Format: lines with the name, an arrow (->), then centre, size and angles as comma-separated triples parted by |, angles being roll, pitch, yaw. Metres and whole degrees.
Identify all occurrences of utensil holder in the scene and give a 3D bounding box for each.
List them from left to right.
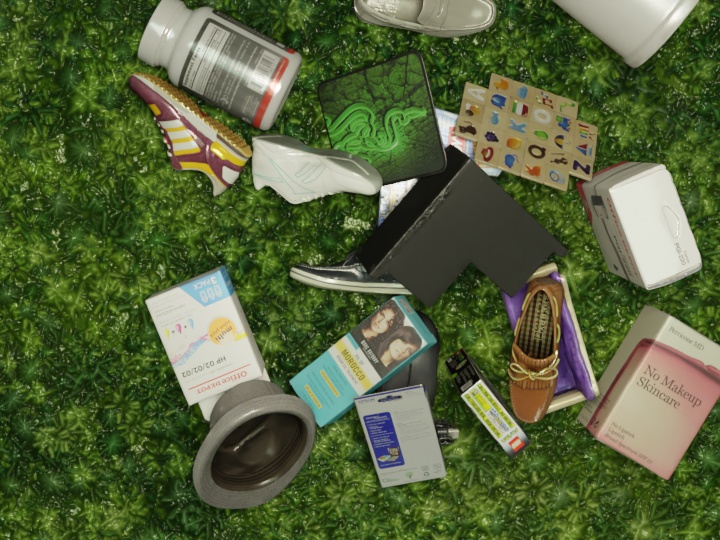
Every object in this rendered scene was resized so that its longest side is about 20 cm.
utensil holder -> 0.342, -0.400, 1.420 | 0.199, 0.170, 0.170 | 37, 93, -4

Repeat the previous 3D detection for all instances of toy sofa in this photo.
toy sofa -> 0.262, 0.095, 1.503 | 0.082, 0.098, 0.202 | -18, 97, -1

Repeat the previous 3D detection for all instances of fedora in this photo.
fedora -> -0.155, 0.229, 1.485 | 0.175, 0.091, 0.201 | 4, 125, -31

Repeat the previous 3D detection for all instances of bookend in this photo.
bookend -> 0.136, -0.025, 1.434 | 0.200, 0.092, 0.199 | 39, 96, -21

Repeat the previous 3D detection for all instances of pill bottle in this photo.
pill bottle -> -0.188, -0.282, 1.433 | 0.199, 0.116, 0.117 | 27, 94, -5

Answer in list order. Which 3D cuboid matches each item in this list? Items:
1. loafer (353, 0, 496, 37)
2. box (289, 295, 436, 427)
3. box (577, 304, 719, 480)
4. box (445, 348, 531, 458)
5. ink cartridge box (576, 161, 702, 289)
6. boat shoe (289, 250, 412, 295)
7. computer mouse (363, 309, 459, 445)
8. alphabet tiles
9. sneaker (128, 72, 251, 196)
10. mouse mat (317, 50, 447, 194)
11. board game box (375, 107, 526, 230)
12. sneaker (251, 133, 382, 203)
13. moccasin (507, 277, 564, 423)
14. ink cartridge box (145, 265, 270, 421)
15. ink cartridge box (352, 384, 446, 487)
loafer -> 0.090, -0.358, 1.460 | 0.198, 0.070, 0.071 | 1, 96, -3
box -> 0.003, 0.127, 1.484 | 0.200, 0.049, 0.083 | -40, 79, 17
box -> 0.420, 0.170, 1.511 | 0.127, 0.109, 0.201 | 30, 94, -5
box -> 0.170, 0.177, 1.455 | 0.035, 0.200, 0.110 | -39, 97, 4
ink cartridge box -> 0.371, -0.065, 1.438 | 0.084, 0.200, 0.147 | -23, 96, 0
boat shoe -> 0.000, 0.000, 1.495 | 0.198, 0.075, 0.063 | 3, 88, -6
computer mouse -> 0.073, 0.159, 1.523 | 0.137, 0.053, 0.202 | 0, 96, -2
alphabet tiles -> 0.229, -0.192, 1.464 | 0.198, 0.006, 0.168 | 18, 55, -5
sneaker -> -0.250, -0.187, 1.462 | 0.199, 0.075, 0.090 | 38, 103, 1
mouse mat -> 0.026, -0.195, 1.437 | 0.007, 0.199, 0.162 | -19, 97, -44
board game box -> 0.126, -0.140, 1.490 | 0.198, 0.062, 0.202 | 3, 96, -2
sneaker -> -0.062, -0.129, 1.467 | 0.199, 0.070, 0.081 | 17, 110, 21
moccasin -> 0.238, 0.112, 1.438 | 0.073, 0.078, 0.203 | 16, 109, 16
ink cartridge box -> -0.208, 0.109, 1.497 | 0.114, 0.068, 0.202 | -22, 97, 0
ink cartridge box -> 0.056, 0.220, 1.480 | 0.098, 0.039, 0.201 | -10, 131, 6
